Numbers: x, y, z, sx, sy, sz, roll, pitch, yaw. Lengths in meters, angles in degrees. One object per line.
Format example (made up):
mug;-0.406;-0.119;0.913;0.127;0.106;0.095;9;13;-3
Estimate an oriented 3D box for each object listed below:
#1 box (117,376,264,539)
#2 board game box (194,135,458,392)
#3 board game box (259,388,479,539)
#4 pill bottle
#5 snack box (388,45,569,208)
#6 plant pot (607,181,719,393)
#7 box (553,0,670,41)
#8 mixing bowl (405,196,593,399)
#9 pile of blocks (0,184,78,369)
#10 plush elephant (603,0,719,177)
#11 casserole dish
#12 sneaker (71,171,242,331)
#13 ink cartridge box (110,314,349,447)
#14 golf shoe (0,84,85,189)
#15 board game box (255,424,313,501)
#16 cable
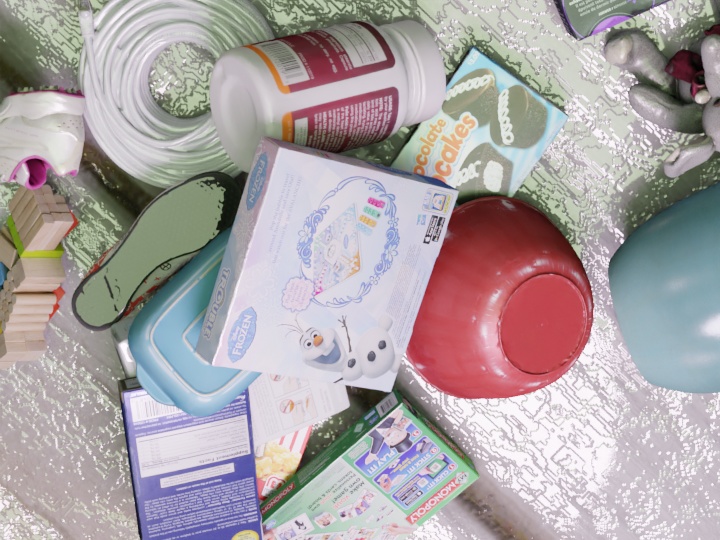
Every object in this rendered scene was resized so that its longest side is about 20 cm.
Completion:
box;-0.159;0.186;1.531;0.120;0.032;0.202;-10;114;-15
board game box;-0.029;-0.002;1.442;0.197;0.043;0.202;11;103;-36
board game box;0.003;0.226;1.615;0.200;0.029;0.135;-41;123;8
pill bottle;-0.028;-0.164;1.478;0.198;0.114;0.116;-17;103;-30
snack box;0.097;-0.102;1.565;0.116;0.037;0.201;34;101;-5
plant pot;0.326;0.023;1.510;0.159;0.201;0.202;-18;101;20
box;0.210;-0.327;1.479;0.121;0.106;0.202;-22;100;7
mixing bowl;0.144;0.038;1.517;0.198;0.108;0.203;-6;104;-24
pile of blocks;-0.324;0.004;1.598;0.062;0.082;0.202;1;118;-42
plush elephant;0.334;-0.166;1.483;0.163;0.155;0.202;-26;99;7
casserole dish;-0.120;0.042;1.475;0.200;0.039;0.121;-44;95;-15
sneaker;-0.193;-0.028;1.555;0.201;0.108;0.067;-43;97;7
ink cartridge box;-0.123;0.094;1.550;0.198;0.047;0.162;-21;117;-12
golf shoe;-0.346;-0.119;1.531;0.198;0.075;0.093;-7;91;29
board game box;-0.113;0.116;1.612;0.150;0.046;0.202;19;102;-3
cable;-0.171;-0.179;1.542;0.197;0.069;0.203;5;102;-1
